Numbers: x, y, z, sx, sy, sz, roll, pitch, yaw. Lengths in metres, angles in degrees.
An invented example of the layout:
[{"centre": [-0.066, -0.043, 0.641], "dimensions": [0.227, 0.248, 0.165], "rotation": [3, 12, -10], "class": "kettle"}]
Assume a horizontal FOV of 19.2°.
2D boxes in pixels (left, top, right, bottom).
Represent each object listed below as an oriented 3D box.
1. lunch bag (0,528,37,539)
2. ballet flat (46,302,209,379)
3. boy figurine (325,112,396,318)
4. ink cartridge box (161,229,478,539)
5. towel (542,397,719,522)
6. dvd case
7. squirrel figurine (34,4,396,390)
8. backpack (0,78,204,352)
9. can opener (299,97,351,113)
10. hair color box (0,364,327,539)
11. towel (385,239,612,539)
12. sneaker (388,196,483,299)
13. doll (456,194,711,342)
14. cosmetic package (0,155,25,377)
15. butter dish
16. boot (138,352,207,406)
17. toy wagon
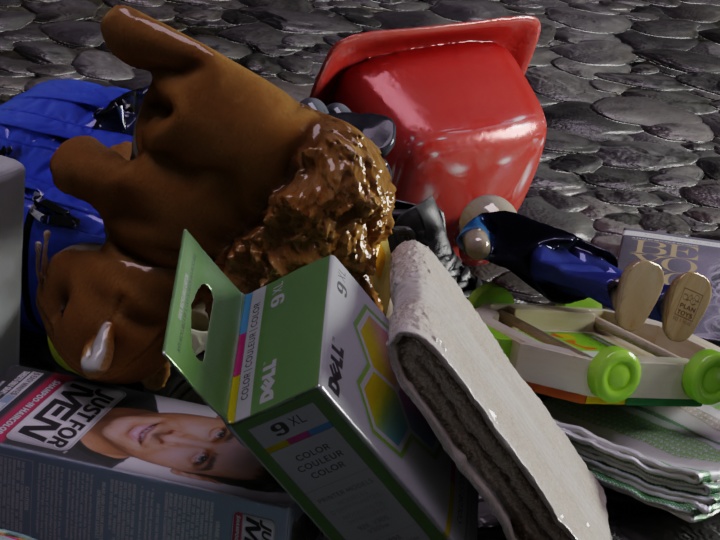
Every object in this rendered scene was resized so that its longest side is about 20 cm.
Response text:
[{"centre": [-0.176, 0.190, 0.911], "dimensions": [0.160, 0.077, 0.200], "rotation": [20, 26, 30], "class": "lunch bag"}, {"centre": [-0.091, 0.023, 1.277], "dimensions": [0.200, 0.067, 0.067], "rotation": [-19, 31, -32], "class": "ballet flat"}, {"centre": [0.000, 0.000, 1.308], "dimensions": [0.064, 0.200, 0.125], "rotation": [-2, 48, 9], "class": "boy figurine"}, {"centre": [-0.014, 0.064, 1.085], "dimensions": [0.059, 0.200, 0.104], "rotation": [-26, 33, 23], "class": "ink cartridge box"}, {"centre": [0.189, 0.093, 1.282], "dimensions": [0.149, 0.031, 0.200], "rotation": [21, 20, 32], "class": "towel"}, {"centre": [0.255, 0.017, 1.536], "dimensions": [0.148, 0.016, 0.200], "rotation": [8, 21, 8], "class": "dvd case"}, {"centre": [-0.083, -0.012, 1.159], "dimensions": [0.200, 0.187, 0.142], "rotation": [27, -2, 14], "class": "squirrel figurine"}, {"centre": [-0.174, -0.037, 1.372], "dimensions": [0.200, 0.163, 0.168], "rotation": [19, 28, 29], "class": "backpack"}, {"centre": [-0.087, -0.064, 1.473], "dimensions": [0.200, 0.067, 0.053], "rotation": [-32, -22, 35], "class": "can opener"}, {"centre": [-0.118, 0.112, 1.144], "dimensions": [0.200, 0.061, 0.099], "rotation": [11, 22, 14], "class": "hair color box"}, {"centre": [0.073, 0.084, 1.121], "dimensions": [0.034, 0.200, 0.133], "rotation": [-32, 18, 12], "class": "towel"}, {"centre": [0.041, 0.001, 1.402], "dimensions": [0.199, 0.104, 0.060], "rotation": [15, 23, 23], "class": "sneaker"}, {"centre": [0.127, -0.004, 1.315], "dimensions": [0.136, 0.049, 0.200], "rotation": [14, 7, -36], "class": "doll"}, {"centre": [-0.315, 0.017, 1.195], "dimensions": [0.167, 0.167, 0.200], "rotation": [18, 26, 29], "class": "cosmetic package"}, {"centre": [0.055, -0.064, 1.517], "dimensions": [0.199, 0.200, 0.148], "rotation": [-10, 49, -35], "class": "butter dish"}, {"centre": [-0.023, 0.071, 1.274], "dimensions": [0.200, 0.068, 0.131], "rotation": [-2, 17, -22], "class": "boot"}, {"centre": [0.123, 0.046, 1.293], "dimensions": [0.200, 0.040, 0.155], "rotation": [3, 13, -29], "class": "toy wagon"}]
